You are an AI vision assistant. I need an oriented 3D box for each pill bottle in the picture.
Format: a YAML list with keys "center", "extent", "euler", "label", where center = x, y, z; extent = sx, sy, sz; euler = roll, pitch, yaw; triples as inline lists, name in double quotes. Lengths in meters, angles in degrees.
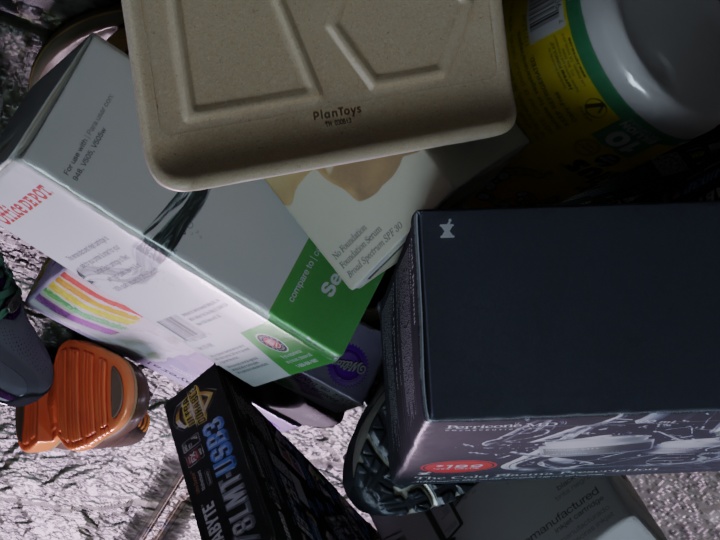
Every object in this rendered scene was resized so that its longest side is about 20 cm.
- center: [0.088, -0.089, 1.253]
  extent: [0.199, 0.113, 0.113]
  euler: [-26, 131, 39]
  label: "pill bottle"

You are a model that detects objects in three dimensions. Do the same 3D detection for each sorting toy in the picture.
- center: [-0.026, -0.149, 1.112]
  extent: [0.184, 0.201, 0.036]
  euler: [-11, -173, -18]
  label: "sorting toy"

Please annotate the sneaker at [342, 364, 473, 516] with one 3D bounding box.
- center: [0.040, 0.077, 1.425]
  extent: [0.086, 0.200, 0.078]
  euler: [-24, 112, 47]
  label: "sneaker"

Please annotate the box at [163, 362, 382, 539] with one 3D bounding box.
- center: [-0.024, 0.174, 1.394]
  extent: [0.050, 0.200, 0.199]
  euler: [-38, 120, 6]
  label: "box"

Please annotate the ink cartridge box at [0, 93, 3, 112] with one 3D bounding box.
- center: [-0.295, -0.108, 1.297]
  extent: [0.144, 0.145, 0.201]
  euler: [4, 143, 9]
  label: "ink cartridge box"

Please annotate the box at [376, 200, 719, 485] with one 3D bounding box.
- center: [0.116, 0.039, 1.187]
  extent: [0.199, 0.105, 0.182]
  euler: [-2, 165, -5]
  label: "box"

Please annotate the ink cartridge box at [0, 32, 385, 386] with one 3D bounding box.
- center: [-0.099, -0.028, 1.279]
  extent: [0.199, 0.083, 0.146]
  euler: [33, 163, -14]
  label: "ink cartridge box"

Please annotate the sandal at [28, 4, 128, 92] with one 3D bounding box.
- center: [-0.113, -0.109, 1.325]
  extent: [0.199, 0.054, 0.080]
  euler: [-16, 137, 36]
  label: "sandal"

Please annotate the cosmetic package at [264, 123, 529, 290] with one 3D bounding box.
- center: [-0.020, -0.103, 1.204]
  extent: [0.200, 0.071, 0.105]
  euler: [51, 134, 7]
  label: "cosmetic package"

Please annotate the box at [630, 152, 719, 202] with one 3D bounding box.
- center: [0.233, 0.016, 1.337]
  extent: [0.200, 0.046, 0.159]
  euler: [33, 139, -28]
  label: "box"

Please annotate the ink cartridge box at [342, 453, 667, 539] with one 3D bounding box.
- center: [0.091, 0.151, 1.472]
  extent: [0.146, 0.200, 0.084]
  euler: [-39, 129, 6]
  label: "ink cartridge box"

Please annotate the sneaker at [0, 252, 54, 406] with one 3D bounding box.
- center: [-0.244, -0.003, 1.461]
  extent: [0.087, 0.075, 0.200]
  euler: [-30, 111, 31]
  label: "sneaker"

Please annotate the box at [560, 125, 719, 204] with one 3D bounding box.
- center: [0.165, -0.035, 1.363]
  extent: [0.199, 0.050, 0.160]
  euler: [-15, 140, 31]
  label: "box"

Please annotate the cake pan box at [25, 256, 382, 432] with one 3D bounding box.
- center: [-0.093, 0.031, 1.451]
  extent: [0.199, 0.053, 0.184]
  euler: [28, 165, -13]
  label: "cake pan box"

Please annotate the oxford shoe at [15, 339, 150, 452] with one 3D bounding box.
- center: [-0.168, 0.084, 1.575]
  extent: [0.072, 0.072, 0.200]
  euler: [3, 174, -24]
  label: "oxford shoe"

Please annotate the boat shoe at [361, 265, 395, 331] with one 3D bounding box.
- center: [0.000, 0.000, 1.430]
  extent: [0.075, 0.074, 0.200]
  euler: [12, 144, -1]
  label: "boat shoe"
